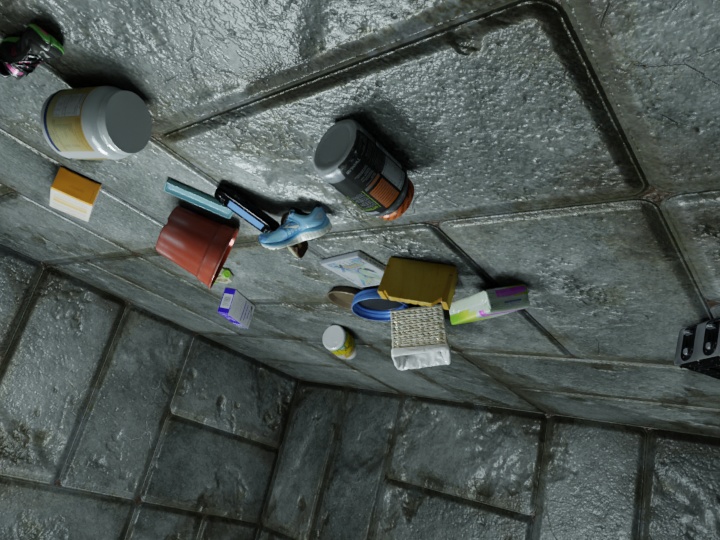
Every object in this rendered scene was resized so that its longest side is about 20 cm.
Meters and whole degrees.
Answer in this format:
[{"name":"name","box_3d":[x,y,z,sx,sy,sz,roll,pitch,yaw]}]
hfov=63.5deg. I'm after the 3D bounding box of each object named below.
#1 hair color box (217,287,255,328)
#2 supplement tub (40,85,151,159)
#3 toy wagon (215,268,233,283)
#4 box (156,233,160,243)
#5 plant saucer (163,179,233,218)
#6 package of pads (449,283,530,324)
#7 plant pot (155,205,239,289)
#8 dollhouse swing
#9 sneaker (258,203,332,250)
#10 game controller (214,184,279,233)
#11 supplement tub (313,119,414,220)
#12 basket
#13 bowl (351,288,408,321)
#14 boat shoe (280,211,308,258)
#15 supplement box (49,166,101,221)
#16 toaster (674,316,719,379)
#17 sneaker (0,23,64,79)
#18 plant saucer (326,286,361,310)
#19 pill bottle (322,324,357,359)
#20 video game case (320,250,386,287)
[{"name":"hair color box","box_3d":[-0.539,0.167,2.535,0.063,0.112,0.201,8,158,21]},{"name":"supplement tub","box_3d":[-0.553,-0.309,1.225,0.194,0.148,0.145,6,159,26]},{"name":"toy wagon","box_3d":[-0.586,-0.001,2.231,0.197,0.041,0.154,28,157,-27]},{"name":"box","box_3d":[-0.580,-0.083,1.996,0.197,0.047,0.157,28,157,-29]},{"name":"plant saucer","box_3d":[-0.448,-0.200,1.624,0.196,0.019,0.070,24,159,-18]},{"name":"package of pads","box_3d":[0.357,0.094,1.618,0.150,0.070,0.199,-7,169,-26]},{"name":"plant pot","box_3d":[-0.492,-0.081,1.742,0.191,0.205,0.201,27,159,-8]},{"name":"dollhouse swing","box_3d":[0.170,0.071,1.655,0.194,0.185,0.179,8,139,18]},{"name":"sneaker","box_3d":[-0.172,-0.116,1.487,0.194,0.092,0.079,-17,-167,9]},{"name":"game controller","box_3d":[-0.301,-0.153,1.546,0.198,0.043,0.104,36,154,-12]},{"name":"supplement tub","box_3d":[0.012,-0.188,1.134,0.120,0.126,0.198,-3,153,43]},{"name":"basket","box_3d":[0.199,0.228,1.964,0.193,0.166,0.199,-8,156,7]},{"name":"bowl","box_3d":[0.067,0.116,1.972,0.194,0.041,0.202,3,154,1]},{"name":"boat shoe","box_3d":[-0.201,-0.102,1.614,0.074,0.076,0.204,28,157,17]},{"name":"supplement box","box_3d":[-0.880,-0.231,1.795,0.124,0.076,0.198,25,159,-24]},{"name":"toaster","box_3d":[0.926,0.201,1.455,0.194,0.122,0.181,18,161,-3]},{"name":"sneaker","box_3d":[-0.637,-0.408,1.116,0.196,0.086,0.076,0,156,39]},{"name":"plant saucer","box_3d":[-0.026,0.104,2.086,0.194,0.030,0.201,14,159,5]},{"name":"pill bottle","box_3d":[-0.083,0.328,2.599,0.110,0.116,0.200,6,158,25]},{"name":"video game case","box_3d":[0.000,0.000,1.796,0.180,0.023,0.197,29,156,-32]}]
